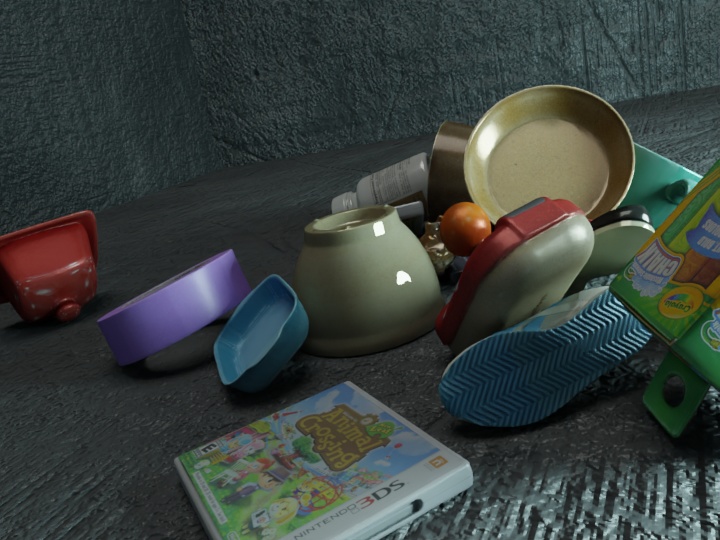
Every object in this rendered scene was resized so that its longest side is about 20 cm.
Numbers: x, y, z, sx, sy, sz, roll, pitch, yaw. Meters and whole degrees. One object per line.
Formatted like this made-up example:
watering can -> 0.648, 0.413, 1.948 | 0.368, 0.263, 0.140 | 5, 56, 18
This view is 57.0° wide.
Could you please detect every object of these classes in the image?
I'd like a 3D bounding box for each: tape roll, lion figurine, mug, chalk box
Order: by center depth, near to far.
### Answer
chalk box -> 0.270, 0.024, 0.468 | 0.202, 0.123, 0.125 | -51, 10, 12
mug -> 0.340, -0.085, 0.813 | 0.150, 0.117, 0.183 | 34, 20, 24
tape roll -> -0.245, 0.046, 0.884 | 0.196, 0.067, 0.200 | -27, 9, 5
lion figurine -> 0.071, -0.019, 0.958 | 0.198, 0.073, 0.122 | -29, 11, 45

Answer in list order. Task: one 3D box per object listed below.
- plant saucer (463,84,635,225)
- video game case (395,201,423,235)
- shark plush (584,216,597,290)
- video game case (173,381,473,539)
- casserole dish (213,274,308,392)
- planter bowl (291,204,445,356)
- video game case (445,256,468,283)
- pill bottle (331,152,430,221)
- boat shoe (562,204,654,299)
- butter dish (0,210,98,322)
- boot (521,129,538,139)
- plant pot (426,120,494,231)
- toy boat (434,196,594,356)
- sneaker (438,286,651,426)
plant saucer -> 0.221, -0.123, 0.788 | 0.193, 0.207, 0.036 | -8, -23, 13
video game case -> 0.015, -0.066, 1.084 | 0.176, 0.023, 0.200 | -12, -7, 4
shark plush -> 0.229, -0.028, 0.828 | 0.089, 0.086, 0.197 | -23, 19, -34
video game case -> -0.039, 0.156, 0.520 | 0.178, 0.023, 0.199 | -20, 17, -24
casserole dish -> -0.111, 0.072, 0.754 | 0.122, 0.039, 0.200 | -50, 20, -3
planter bowl -> 0.000, 0.000, 0.816 | 0.193, 0.139, 0.201 | -11, 16, 3
video game case -> 0.216, -0.028, 0.966 | 0.193, 0.020, 0.143 | -13, 16, 2
pill bottle -> 0.050, -0.126, 1.220 | 0.195, 0.117, 0.115 | -20, 12, 18
boat shoe -> 0.228, -0.023, 0.676 | 0.071, 0.065, 0.202 | 16, -21, -5
butter dish -> -0.537, 0.022, 1.163 | 0.196, 0.150, 0.201 | -24, -21, -31
boot -> 0.289, -0.133, 0.912 | 0.197, 0.172, 0.071 | -24, 28, -33
plant pot -> 0.229, -0.144, 1.101 | 0.194, 0.193, 0.187 | 8, 22, 20
toy boat -> 0.123, -0.008, 0.633 | 0.128, 0.202, 0.132 | -25, 64, -22
sneaker -> 0.154, 0.077, 0.573 | 0.195, 0.079, 0.081 | -21, -6, -13
